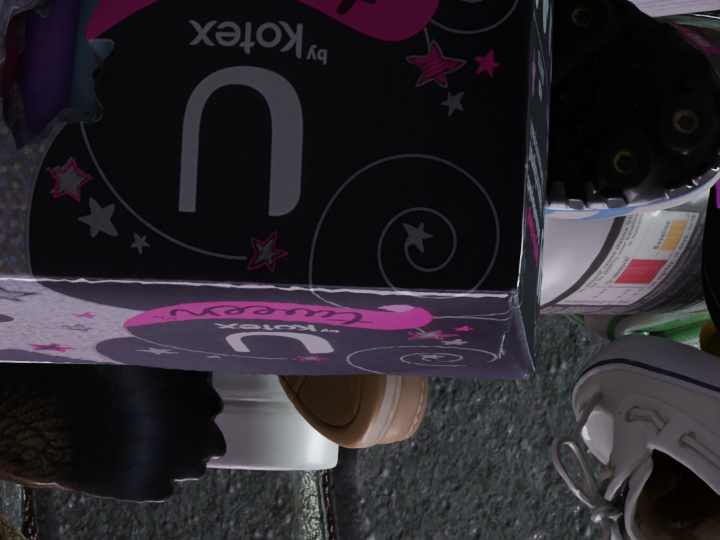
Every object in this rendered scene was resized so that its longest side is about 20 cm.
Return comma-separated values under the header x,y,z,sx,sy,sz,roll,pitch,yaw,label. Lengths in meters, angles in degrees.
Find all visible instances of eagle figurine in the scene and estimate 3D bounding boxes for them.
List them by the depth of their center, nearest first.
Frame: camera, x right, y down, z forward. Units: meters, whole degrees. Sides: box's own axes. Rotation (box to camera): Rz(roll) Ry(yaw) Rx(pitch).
x,y,z,sx,sy,sz,roll,pitch,yaw,label
-0.166,0.074,1.090,0.199,0.152,0.152,10,166,-15,eagle figurine

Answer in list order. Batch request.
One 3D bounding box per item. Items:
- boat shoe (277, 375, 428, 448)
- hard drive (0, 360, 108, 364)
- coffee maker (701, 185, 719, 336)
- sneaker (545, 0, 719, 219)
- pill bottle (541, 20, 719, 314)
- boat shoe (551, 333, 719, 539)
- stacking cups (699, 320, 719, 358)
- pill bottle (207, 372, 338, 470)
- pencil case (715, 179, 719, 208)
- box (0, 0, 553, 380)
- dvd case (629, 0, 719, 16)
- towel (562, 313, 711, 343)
x,y,z,sx,sy,sz,roll,pitch,yaw,label
0.000,0.000,1.134,0.069,0.074,0.200,10,-149,-24,boat shoe
-0.072,-0.001,0.863,0.131,0.026,0.200,1,-172,-10,hard drive
0.229,0.001,1.011,0.199,0.193,0.135,2,179,-10,coffee maker
0.012,-0.041,0.817,0.199,0.072,0.072,2,162,22,sneaker
0.079,-0.041,1.101,0.116,0.117,0.199,2,180,41,pill bottle
0.118,0.083,1.114,0.086,0.075,0.202,-41,-161,-14,boat shoe
0.220,-0.019,1.137,0.200,0.061,0.060,-42,-164,-18,stacking cups
-0.052,-0.003,1.453,0.114,0.201,0.114,2,180,0,pill bottle
0.211,-0.047,0.870,0.199,0.086,0.092,-5,-160,18,pencil case
-0.055,-0.038,0.687,0.199,0.115,0.132,1,170,6,box
0.041,-0.092,0.845,0.199,0.018,0.142,2,180,-28,dvd case
0.124,-0.030,1.274,0.152,0.024,0.200,-15,-145,-23,towel
